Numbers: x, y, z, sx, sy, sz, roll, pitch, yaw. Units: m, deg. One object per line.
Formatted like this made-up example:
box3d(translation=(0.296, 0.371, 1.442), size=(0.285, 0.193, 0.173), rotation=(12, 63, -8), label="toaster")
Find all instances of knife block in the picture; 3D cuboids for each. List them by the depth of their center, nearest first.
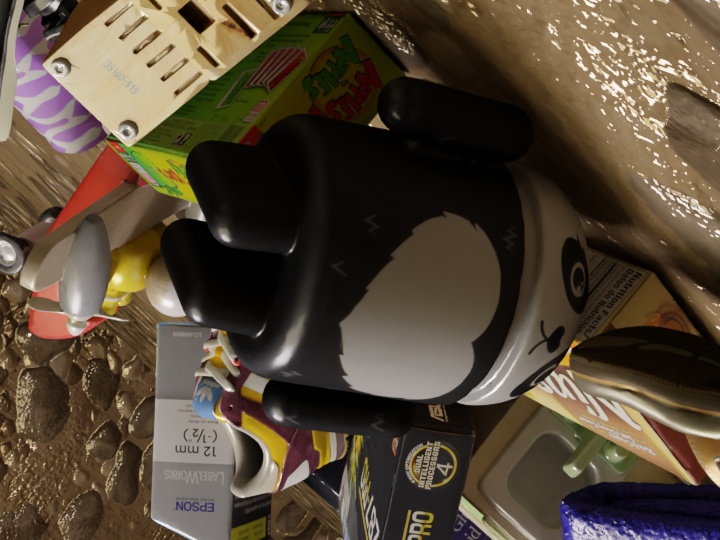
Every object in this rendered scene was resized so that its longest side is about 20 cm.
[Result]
box3d(translation=(-0.091, -0.155, 0.990), size=(0.199, 0.176, 0.064), rotation=(-34, 114, 32), label="knife block")

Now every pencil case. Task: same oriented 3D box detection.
box3d(translation=(-0.242, -0.171, 1.352), size=(0.084, 0.086, 0.200), rotation=(34, 169, 50), label="pencil case")

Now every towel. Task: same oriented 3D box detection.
box3d(translation=(0.198, 0.219, 1.114), size=(0.146, 0.050, 0.202), rotation=(-2, 118, 21), label="towel")

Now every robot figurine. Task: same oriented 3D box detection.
box3d(translation=(0.011, -0.003, 0.876), size=(0.198, 0.126, 0.150), rotation=(10, 156, -25), label="robot figurine")

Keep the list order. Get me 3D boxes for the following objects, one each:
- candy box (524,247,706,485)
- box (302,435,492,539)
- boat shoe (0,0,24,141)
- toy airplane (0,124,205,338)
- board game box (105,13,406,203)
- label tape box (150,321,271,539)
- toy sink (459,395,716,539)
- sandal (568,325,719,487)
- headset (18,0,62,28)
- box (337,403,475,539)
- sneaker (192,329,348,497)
box3d(translation=(0.107, 0.031, 1.014), size=(0.116, 0.055, 0.199), rotation=(48, 167, -32), label="candy box")
box3d(translation=(0.055, 0.144, 1.409), size=(0.200, 0.148, 0.104), rotation=(39, 170, 3), label="box")
box3d(translation=(-0.240, -0.168, 1.141), size=(0.074, 0.062, 0.203), rotation=(48, 135, 47), label="boat shoe")
box3d(translation=(-0.151, -0.034, 1.300), size=(0.141, 0.200, 0.199), rotation=(45, 166, 6), label="toy airplane")
box3d(translation=(-0.062, -0.085, 1.012), size=(0.048, 0.102, 0.200), rotation=(45, 169, -23), label="board game box")
box3d(translation=(-0.105, 0.139, 1.360), size=(0.065, 0.203, 0.143), rotation=(3, 178, 9), label="label tape box")
box3d(translation=(0.127, 0.132, 1.203), size=(0.130, 0.112, 0.200), rotation=(41, 170, -7), label="toy sink")
box3d(translation=(0.175, 0.075, 0.832), size=(0.199, 0.080, 0.055), rotation=(19, 114, 43), label="sandal")
box3d(translation=(-0.170, -0.145, 1.174), size=(0.200, 0.094, 0.124), rotation=(39, 171, 44), label="headset")
box3d(translation=(0.026, 0.124, 1.184), size=(0.049, 0.163, 0.200), rotation=(7, -158, -7), label="box")
box3d(translation=(-0.074, 0.054, 1.245), size=(0.075, 0.090, 0.202), rotation=(14, 126, 61), label="sneaker")
